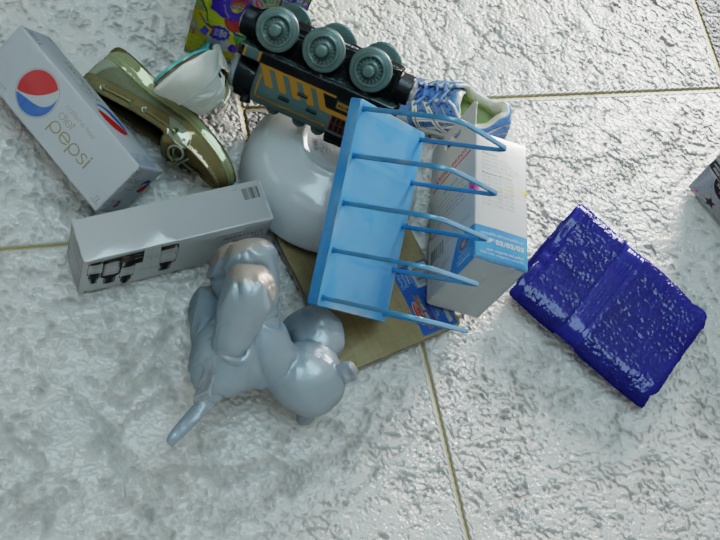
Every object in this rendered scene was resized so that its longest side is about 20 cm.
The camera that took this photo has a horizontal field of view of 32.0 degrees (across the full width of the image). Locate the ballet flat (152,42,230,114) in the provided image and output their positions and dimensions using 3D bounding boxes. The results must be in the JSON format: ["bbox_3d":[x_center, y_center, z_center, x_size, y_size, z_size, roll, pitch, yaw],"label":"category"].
[{"bbox_3d":[-0.165,-0.198,1.321,0.069,0.200,0.070,1,105,2],"label":"ballet flat"}]

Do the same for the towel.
[{"bbox_3d":[0.276,0.040,1.410,0.200,0.050,0.148,41,68,4],"label":"towel"}]

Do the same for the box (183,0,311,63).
[{"bbox_3d":[-0.106,-0.359,1.389,0.121,0.200,0.194,14,61,-10],"label":"box"}]

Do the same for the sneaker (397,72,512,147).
[{"bbox_3d":[0.082,-0.195,1.440,0.198,0.077,0.076,16,64,-8],"label":"sneaker"}]

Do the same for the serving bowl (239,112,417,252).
[{"bbox_3d":[-0.029,-0.118,1.361,0.198,0.066,0.202,6,56,-9],"label":"serving bowl"}]

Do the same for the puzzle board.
[{"bbox_3d":[0.000,0.000,1.359,0.150,0.017,0.201,-21,74,-26],"label":"puzzle board"}]

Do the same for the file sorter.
[{"bbox_3d":[0.053,-0.048,1.226,0.122,0.138,0.202,10,86,30],"label":"file sorter"}]

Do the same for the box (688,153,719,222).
[{"bbox_3d":[0.516,-0.080,1.499,0.132,0.115,0.200,-34,78,-26],"label":"box"}]

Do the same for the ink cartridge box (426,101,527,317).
[{"bbox_3d":[0.126,-0.067,1.364,0.067,0.115,0.202,15,58,-18],"label":"ink cartridge box"}]

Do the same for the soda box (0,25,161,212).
[{"bbox_3d":[-0.299,-0.155,1.298,0.068,0.064,0.200,-42,80,10],"label":"soda box"}]

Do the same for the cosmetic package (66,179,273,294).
[{"bbox_3d":[-0.193,-0.033,1.278,0.198,0.083,0.051,-15,73,-22],"label":"cosmetic package"}]

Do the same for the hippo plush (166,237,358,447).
[{"bbox_3d":[-0.077,0.070,1.220,0.160,0.160,0.201,20,42,-19],"label":"hippo plush"}]

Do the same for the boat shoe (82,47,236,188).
[{"bbox_3d":[-0.214,-0.151,1.335,0.063,0.073,0.201,-42,82,-17],"label":"boat shoe"}]

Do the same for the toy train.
[{"bbox_3d":[-0.043,-0.199,1.302,0.199,0.115,0.085,24,18,4],"label":"toy train"}]
